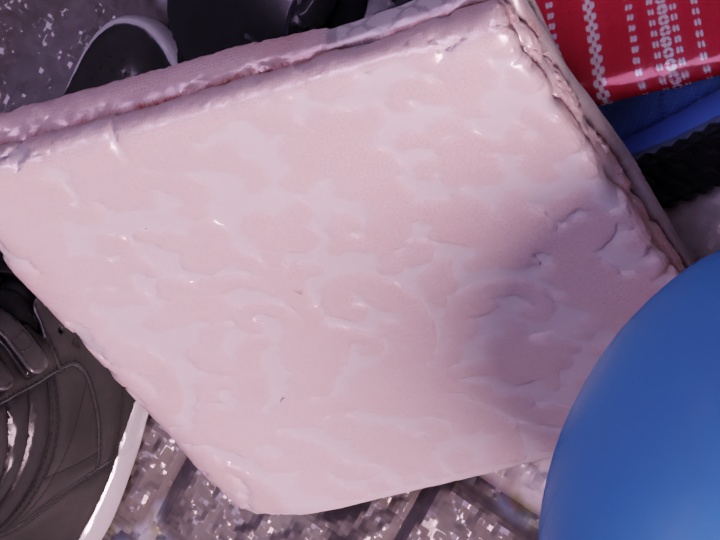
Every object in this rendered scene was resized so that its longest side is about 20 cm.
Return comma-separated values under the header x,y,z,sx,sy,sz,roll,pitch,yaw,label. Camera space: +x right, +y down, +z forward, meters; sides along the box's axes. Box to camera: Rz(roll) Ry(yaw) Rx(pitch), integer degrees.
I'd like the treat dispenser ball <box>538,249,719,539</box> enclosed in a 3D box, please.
x,y,z,sx,sy,sz,roll,pitch,yaw,label
0.148,0.082,0.753,0.200,0.201,0.202,-2,86,26,treat dispenser ball

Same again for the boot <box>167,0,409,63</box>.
x,y,z,sx,sy,sz,roll,pitch,yaw,label
-0.042,-0.148,0.907,0.198,0.073,0.163,49,147,40,boot

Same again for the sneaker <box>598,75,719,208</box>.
x,y,z,sx,sy,sz,roll,pitch,yaw,label
0.076,-0.059,0.877,0.199,0.066,0.079,-22,67,22,sneaker

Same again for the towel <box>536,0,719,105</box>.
x,y,z,sx,sy,sz,roll,pitch,yaw,label
0.123,-0.124,0.832,0.199,0.022,0.145,-13,59,14,towel

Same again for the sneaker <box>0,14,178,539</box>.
x,y,z,sx,sy,sz,roll,pitch,yaw,label
-0.111,0.006,0.941,0.070,0.099,0.201,16,93,28,sneaker

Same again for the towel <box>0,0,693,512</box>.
x,y,z,sx,sy,sz,roll,pitch,yaw,label
0.000,0.000,0.839,0.190,0.200,0.032,-15,48,22,towel
